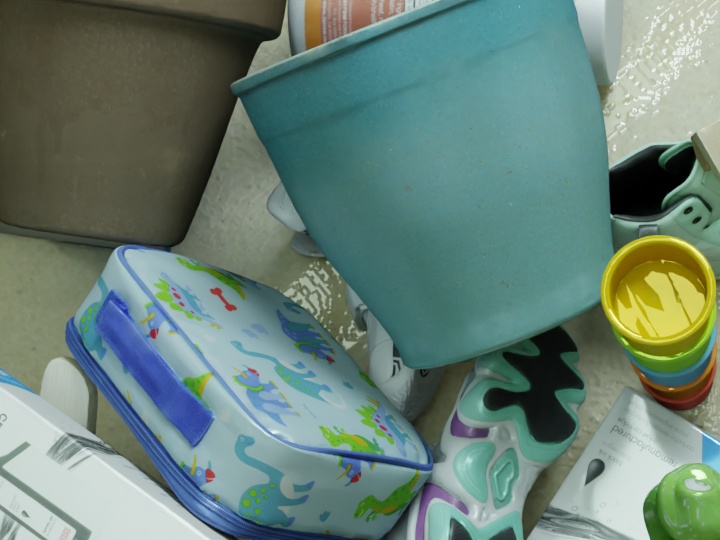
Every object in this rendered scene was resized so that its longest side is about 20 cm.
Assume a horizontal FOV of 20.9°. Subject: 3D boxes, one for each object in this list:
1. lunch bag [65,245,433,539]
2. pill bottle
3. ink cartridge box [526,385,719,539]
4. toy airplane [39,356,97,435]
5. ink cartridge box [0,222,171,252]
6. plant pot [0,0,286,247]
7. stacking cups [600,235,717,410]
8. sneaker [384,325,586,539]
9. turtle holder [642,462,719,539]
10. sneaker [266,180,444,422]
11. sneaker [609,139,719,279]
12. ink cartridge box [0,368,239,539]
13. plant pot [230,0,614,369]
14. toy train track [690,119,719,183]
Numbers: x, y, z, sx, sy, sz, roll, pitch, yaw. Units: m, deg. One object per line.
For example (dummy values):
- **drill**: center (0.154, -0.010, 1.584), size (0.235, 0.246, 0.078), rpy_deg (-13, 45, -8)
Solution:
- **lunch bag**: center (-0.068, 0.072, 1.104), size (0.200, 0.160, 0.083), rpy_deg (45, 108, 37)
- **pill bottle**: center (0.062, -0.162, 1.235), size (0.199, 0.112, 0.113), rpy_deg (3, 73, 14)
- **ink cartridge box**: center (0.151, 0.184, 1.121), size (0.116, 0.068, 0.200), rpy_deg (30, 82, 21)
- **toy airplane**: center (-0.195, 0.178, 1.132), size (0.199, 0.141, 0.201), rpy_deg (-39, 62, 38)
- **ink cartridge box**: center (-0.181, -0.124, 1.296), size (0.146, 0.086, 0.201), rpy_deg (8, 74, 16)
- **plant pot**: center (-0.150, -0.107, 1.153), size (0.199, 0.200, 0.176), rpy_deg (9, 92, 16)
- **stacking cups**: center (0.169, 0.039, 1.093), size (0.060, 0.200, 0.061), rpy_deg (-3, 72, 9)
- **sneaker**: center (0.050, 0.120, 1.153), size (0.078, 0.140, 0.201), rpy_deg (37, 59, -19)
- **turtle holder**: center (0.211, 0.191, 1.010), size (0.140, 0.132, 0.187), rpy_deg (1, 91, -15)
- **sneaker**: center (0.000, 0.000, 1.219), size (0.114, 0.075, 0.201), rpy_deg (3, 68, 16)
- **sneaker**: center (0.233, -0.041, 1.148), size (0.199, 0.118, 0.074), rpy_deg (-13, 68, 8)
- **ink cartridge box**: center (-0.179, 0.153, 1.036), size (0.200, 0.084, 0.146), rpy_deg (33, 85, 14)
- **plant pot**: center (0.052, -0.053, 1.095), size (0.199, 0.200, 0.189), rpy_deg (-20, 96, 7)
- **toy train track**: center (0.242, 0.008, 1.089), size (0.114, 0.033, 0.201), rpy_deg (-27, 82, -14)
